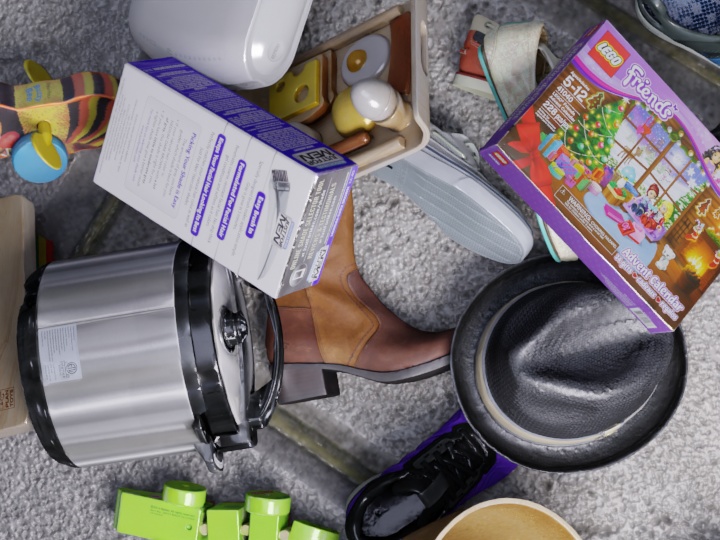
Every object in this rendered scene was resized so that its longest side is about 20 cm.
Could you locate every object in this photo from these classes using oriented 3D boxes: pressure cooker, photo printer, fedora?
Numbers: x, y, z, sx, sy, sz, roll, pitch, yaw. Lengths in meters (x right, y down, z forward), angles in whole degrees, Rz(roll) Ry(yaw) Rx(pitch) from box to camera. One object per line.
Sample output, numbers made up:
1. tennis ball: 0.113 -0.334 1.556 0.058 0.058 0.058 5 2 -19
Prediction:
1. pressure cooker: -0.161 0.067 1.246 0.199 0.179 0.177 -10 121 6
2. photo printer: -0.106 -0.251 1.261 0.166 0.069 0.201 23 96 39
3. fedora: 0.174 0.065 1.216 0.199 0.092 0.202 2 76 -8

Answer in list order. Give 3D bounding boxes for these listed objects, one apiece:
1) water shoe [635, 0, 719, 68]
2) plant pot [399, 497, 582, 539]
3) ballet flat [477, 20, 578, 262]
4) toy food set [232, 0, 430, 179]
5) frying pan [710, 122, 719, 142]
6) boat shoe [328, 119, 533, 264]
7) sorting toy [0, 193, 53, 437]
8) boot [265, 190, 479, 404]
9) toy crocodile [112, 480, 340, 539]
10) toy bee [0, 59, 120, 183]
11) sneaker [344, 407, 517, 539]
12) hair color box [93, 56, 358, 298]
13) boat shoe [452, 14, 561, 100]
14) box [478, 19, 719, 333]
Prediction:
1. water shoe: 0.313 -0.186 1.225 0.199 0.079 0.072 21 94 7
2. plant pot: 0.063 0.280 1.207 0.185 0.200 0.188 8 75 -31
3. ballet flat: 0.151 -0.100 1.203 0.062 0.067 0.201 -17 106 21
4. toy food set: -0.027 -0.144 1.228 0.199 0.060 0.144 -21 57 34
5. frying pan: 0.325 -0.107 1.231 0.189 0.031 0.115 -27 130 18
6. boat shoe: 0.068 -0.088 1.267 0.200 0.074 0.067 37 61 5
7. sorting toy: -0.348 0.060 1.306 0.198 0.070 0.201 -14 68 20
8. boot: 0.000 0.000 1.297 0.187 0.068 0.201 -11 82 16
9. toy crocodile: -0.117 0.218 1.312 0.199 0.062 0.068 5 92 13
10. toy bee: -0.287 -0.124 1.290 0.200 0.109 0.131 -35 47 -13
11. sneaker: 0.069 0.170 1.257 0.200 0.100 0.070 -39 88 8
12. hair color box: -0.109 -0.076 1.205 0.199 0.065 0.110 32 117 25
13. boat shoe: 0.175 -0.154 1.254 0.199 0.071 0.063 18 91 12
14. box: 0.205 -0.070 1.166 0.200 0.039 0.137 45 75 -10
